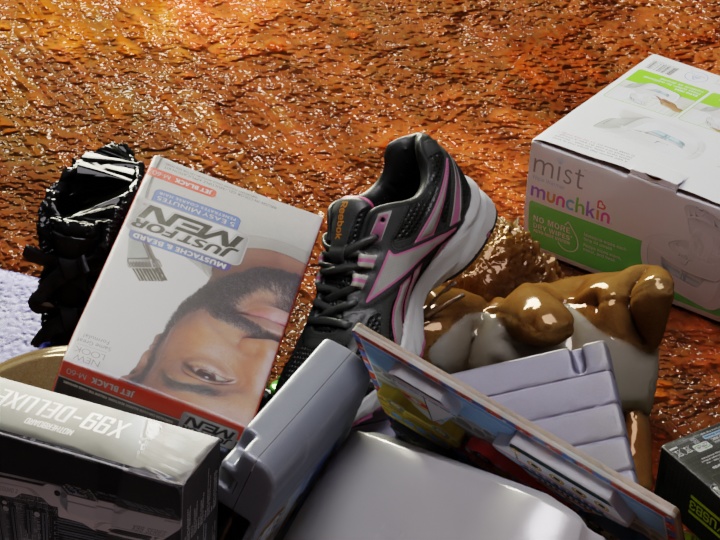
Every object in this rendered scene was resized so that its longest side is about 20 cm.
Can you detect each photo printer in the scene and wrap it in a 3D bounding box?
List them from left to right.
[{"bbox_3d":[0.030,0.178,1.264,0.200,0.069,0.167,16,73,55],"label":"photo printer"}]

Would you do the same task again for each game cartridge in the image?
[{"bbox_3d":[-0.058,0.135,1.328,0.041,0.200,0.133,35,39,12],"label":"game cartridge"},{"bbox_3d":[0.058,0.123,1.414,0.199,0.038,0.130,-13,68,6],"label":"game cartridge"}]

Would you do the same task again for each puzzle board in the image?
[{"bbox_3d":[0.087,0.108,1.313,0.200,0.151,0.017,29,74,22],"label":"puzzle board"}]

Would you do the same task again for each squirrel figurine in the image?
[{"bbox_3d":[0.089,0.045,1.545,0.186,0.142,0.200,5,15,-2],"label":"squirrel figurine"}]

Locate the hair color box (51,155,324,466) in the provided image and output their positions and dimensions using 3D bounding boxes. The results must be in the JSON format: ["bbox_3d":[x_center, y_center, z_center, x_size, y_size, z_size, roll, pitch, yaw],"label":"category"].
[{"bbox_3d":[-0.098,0.028,1.393,0.111,0.064,0.200,20,39,-3],"label":"hair color box"}]

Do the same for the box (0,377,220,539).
[{"bbox_3d":[-0.155,0.160,1.273,0.157,0.200,0.050,15,32,16],"label":"box"}]

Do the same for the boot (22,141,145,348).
[{"bbox_3d":[-0.158,-0.005,1.573,0.073,0.163,0.198,8,31,11],"label":"boot"}]

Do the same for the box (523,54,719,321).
[{"bbox_3d":[0.247,-0.059,1.751,0.200,0.097,0.176,22,37,28],"label":"box"}]

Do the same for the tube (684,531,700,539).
[{"bbox_3d":[0.140,0.160,1.440,0.200,0.052,0.058,19,76,11],"label":"tube"}]

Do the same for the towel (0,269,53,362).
[{"bbox_3d":[-0.296,0.050,1.590,0.199,0.050,0.148,7,39,5],"label":"towel"}]

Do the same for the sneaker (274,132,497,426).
[{"bbox_3d":[0.000,0.000,1.441,0.080,0.086,0.200,1,48,38],"label":"sneaker"}]

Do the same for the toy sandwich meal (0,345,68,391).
[{"bbox_3d":[-0.166,0.129,1.406,0.205,0.070,0.206,-4,63,8],"label":"toy sandwich meal"}]

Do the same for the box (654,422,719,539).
[{"bbox_3d":[0.303,0.136,1.395,0.200,0.048,0.193,-18,41,-30],"label":"box"}]

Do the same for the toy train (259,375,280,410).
[{"bbox_3d":[-0.032,0.086,1.553,0.200,0.042,0.056,20,23,24],"label":"toy train"}]
